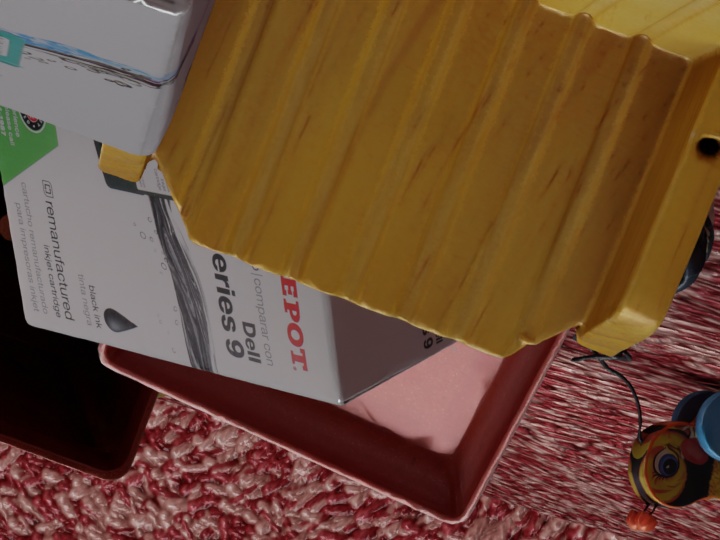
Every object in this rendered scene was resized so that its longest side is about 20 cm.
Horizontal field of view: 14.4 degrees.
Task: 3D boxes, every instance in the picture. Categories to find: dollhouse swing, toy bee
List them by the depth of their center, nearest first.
[{"bbox_3d":[0.027,-0.055,0.923,0.199,0.183,0.176,20,-168,-5],"label":"dollhouse swing"},{"bbox_3d":[0.222,0.129,1.904,0.199,0.109,0.131,18,174,9],"label":"toy bee"}]

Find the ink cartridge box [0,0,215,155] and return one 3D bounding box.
[{"bbox_3d":[-0.088,-0.132,0.691,0.145,0.147,0.200,20,172,-4],"label":"ink cartridge box"}]

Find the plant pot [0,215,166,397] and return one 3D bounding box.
[{"bbox_3d":[-0.173,0.018,1.921,0.199,0.187,0.186,8,176,-19],"label":"plant pot"}]

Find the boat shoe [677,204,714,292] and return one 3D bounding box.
[{"bbox_3d":[0.056,-0.023,1.267,0.199,0.075,0.062,13,-152,7],"label":"boat shoe"}]

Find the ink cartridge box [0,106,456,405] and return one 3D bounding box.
[{"bbox_3d":[-0.061,-0.039,1.231,0.199,0.147,0.084,12,-152,41],"label":"ink cartridge box"}]

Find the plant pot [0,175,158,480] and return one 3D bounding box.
[{"bbox_3d":[-0.201,-0.015,1.668,0.199,0.201,0.176,21,-177,-10],"label":"plant pot"}]

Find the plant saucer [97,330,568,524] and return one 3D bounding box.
[{"bbox_3d":[0.000,0.000,1.351,0.199,0.201,0.037,25,-150,-2],"label":"plant saucer"}]
